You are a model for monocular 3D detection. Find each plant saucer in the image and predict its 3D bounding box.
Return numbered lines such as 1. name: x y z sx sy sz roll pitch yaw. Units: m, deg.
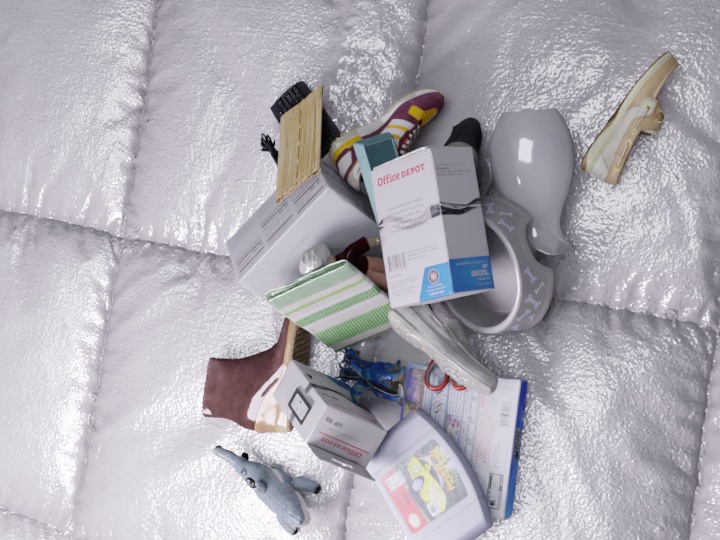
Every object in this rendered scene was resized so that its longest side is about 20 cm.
1. plant saucer: 0.049 -0.099 1.666 0.019 0.069 0.203 -12 97 57

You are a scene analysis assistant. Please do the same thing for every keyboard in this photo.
1. keyboard: -0.105 -0.215 1.802 0.127 0.021 0.201 -48 38 12

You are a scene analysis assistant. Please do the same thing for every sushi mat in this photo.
1. sushi mat: -0.091 -0.192 1.730 0.095 0.012 0.202 -32 38 29

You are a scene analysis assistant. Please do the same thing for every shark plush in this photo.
1. shark plush: -0.146 0.325 1.784 0.200 0.083 0.091 46 103 21

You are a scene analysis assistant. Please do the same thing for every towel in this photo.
1. towel: -0.030 0.054 1.696 0.151 0.200 0.024 -23 53 24

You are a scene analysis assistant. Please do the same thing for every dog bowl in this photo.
1. dog bowl: 0.181 -0.002 1.629 0.199 0.058 0.203 25 123 45

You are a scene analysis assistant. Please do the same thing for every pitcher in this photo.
1. pitcher: 0.225 -0.126 1.649 0.170 0.121 0.203 0 97 31

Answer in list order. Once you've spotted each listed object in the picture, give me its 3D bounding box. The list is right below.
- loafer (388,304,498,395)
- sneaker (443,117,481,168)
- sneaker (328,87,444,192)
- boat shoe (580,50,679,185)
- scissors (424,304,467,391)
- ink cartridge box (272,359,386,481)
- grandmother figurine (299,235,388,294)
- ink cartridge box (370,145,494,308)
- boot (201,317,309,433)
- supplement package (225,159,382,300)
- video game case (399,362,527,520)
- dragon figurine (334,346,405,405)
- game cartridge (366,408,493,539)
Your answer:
1. loafer: 0.125 0.101 1.642 0.070 0.070 0.200 -44 63 -12
2. sneaker: 0.128 -0.130 1.720 0.074 0.107 0.201 31 128 -3
3. sneaker: 0.054 -0.193 1.728 0.199 0.075 0.091 -33 67 -4
4. boat shoe: 0.390 -0.210 1.608 0.066 0.074 0.201 36 102 10
5. scissors: 0.120 0.090 1.701 0.072 0.014 0.202 -16 58 16
6. ink cartridge box: -0.040 0.218 1.678 0.068 0.115 0.200 -59 30 7
7. grandmother figurine: 0.000 0.000 1.684 0.061 0.198 0.123 48 122 53
8. ink cartridge box: 0.098 -0.060 1.592 0.144 0.083 0.203 -15 82 54
9. boot: -0.171 0.153 1.818 0.164 0.072 0.203 10 93 23
10. supplement package: -0.076 -0.044 1.733 0.200 0.155 0.111 -45 36 14
11. video game case: 0.144 0.247 1.681 0.179 0.045 0.203 7 88 24
12. dragon figurine: 0.014 0.163 1.696 0.098 0.200 0.060 3 102 -5
13. game cartridge: 0.099 0.309 1.653 0.133 0.041 0.201 -38 71 13
